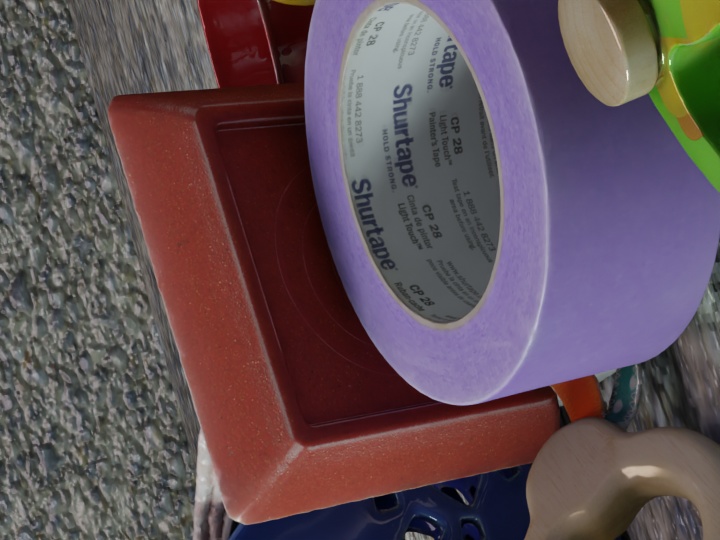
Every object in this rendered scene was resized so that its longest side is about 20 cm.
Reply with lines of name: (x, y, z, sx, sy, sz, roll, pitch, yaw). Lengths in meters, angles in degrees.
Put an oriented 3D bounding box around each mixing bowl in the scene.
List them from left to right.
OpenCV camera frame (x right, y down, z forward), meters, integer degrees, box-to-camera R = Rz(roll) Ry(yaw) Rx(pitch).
mixing bowl: (-0.020, -0.138, 1.301, 0.200, 0.107, 0.202, 165, 90, -78)

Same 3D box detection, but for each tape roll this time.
tape roll: (0.058, -0.051, 0.973, 0.200, 0.084, 0.202, 35, 131, 53)

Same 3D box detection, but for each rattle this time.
rattle: (0.139, 0.120, 1.031, 0.131, 0.142, 0.201, -55, 29, 26)

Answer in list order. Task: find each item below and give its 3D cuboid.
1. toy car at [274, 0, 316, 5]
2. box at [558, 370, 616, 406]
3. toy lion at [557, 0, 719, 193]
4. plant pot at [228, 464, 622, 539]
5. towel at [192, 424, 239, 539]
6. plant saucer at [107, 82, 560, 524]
toy car: (-0.018, -0.213, 1.114, 0.150, 0.174, 0.201, -49, 17, 27)
box: (0.075, -0.036, 1.155, 0.144, 0.036, 0.202, 124, 129, -76)
toy lion: (0.139, -0.084, 0.739, 0.192, 0.068, 0.201, 59, 162, 32)
plant pot: (0.024, 0.186, 1.240, 0.179, 0.200, 0.200, 33, 156, 12)
towel: (-0.060, 0.041, 1.218, 0.200, 0.032, 0.192, 102, 175, -61)
plant saucer: (0.000, 0.000, 1.070, 0.037, 0.199, 0.201, -32, 71, 49)
